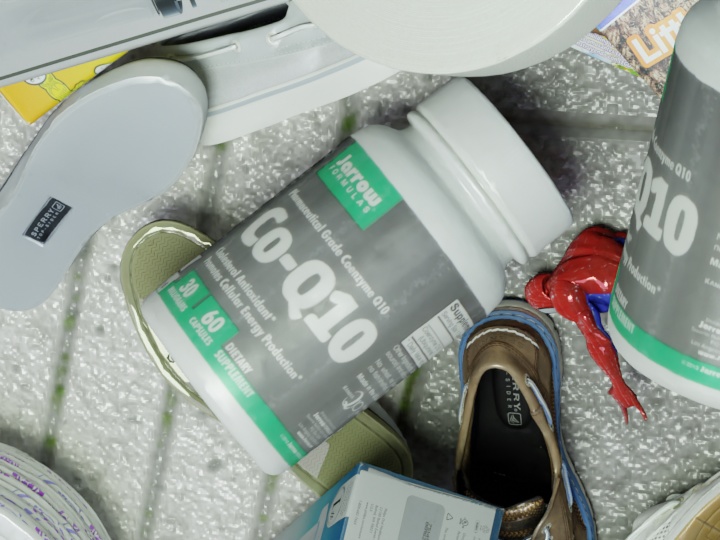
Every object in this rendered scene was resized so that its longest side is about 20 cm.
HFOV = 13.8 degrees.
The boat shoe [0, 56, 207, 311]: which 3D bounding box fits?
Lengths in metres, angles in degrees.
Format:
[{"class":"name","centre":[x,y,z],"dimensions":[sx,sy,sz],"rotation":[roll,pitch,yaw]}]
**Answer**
[{"class":"boat shoe","centre":[-0.142,-0.058,1.561],"dimensions":[0.071,0.070,0.200],"rotation":[30,132,-15]}]

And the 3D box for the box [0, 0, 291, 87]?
[{"class":"box","centre":[-0.132,-0.161,1.402],"dimensions":[0.200,0.060,0.117],"rotation":[-16,108,21]}]

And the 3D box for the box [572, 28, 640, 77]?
[{"class":"box","centre":[0.190,-0.147,1.460],"dimensions":[0.200,0.039,0.137],"rotation":[24,118,3]}]

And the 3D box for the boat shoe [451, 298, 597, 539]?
[{"class":"boat shoe","centre":[0.079,0.120,1.591],"dimensions":[0.072,0.072,0.200],"rotation":[-5,113,16]}]

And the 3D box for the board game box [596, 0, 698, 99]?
[{"class":"board game box","centre":[0.209,-0.104,1.363],"dimensions":[0.097,0.159,0.200],"rotation":[-38,99,25]}]

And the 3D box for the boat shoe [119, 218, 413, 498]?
[{"class":"boat shoe","centre":[-0.054,0.052,1.593],"dimensions":[0.075,0.068,0.200],"rotation":[-42,98,4]}]

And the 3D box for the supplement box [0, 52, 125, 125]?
[{"class":"supplement box","centre":[-0.114,-0.183,1.484],"dimensions":[0.200,0.109,0.110],"rotation":[-34,102,25]}]

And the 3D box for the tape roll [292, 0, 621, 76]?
[{"class":"tape roll","centre":[0.042,-0.186,1.304],"dimensions":[0.202,0.037,0.203],"rotation":[1,92,30]}]

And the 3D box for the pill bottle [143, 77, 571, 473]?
[{"class":"pill bottle","centre":[0.000,0.000,1.494],"dimensions":[0.200,0.113,0.113],"rotation":[-39,101,-2]}]

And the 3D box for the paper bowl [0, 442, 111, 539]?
[{"class":"paper bowl","centre":[-0.229,0.182,1.683],"dimensions":[0.200,0.104,0.201],"rotation":[5,114,12]}]

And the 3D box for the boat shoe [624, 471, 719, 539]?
[{"class":"boat shoe","centre":[0.174,0.147,1.583],"dimensions":[0.200,0.069,0.071],"rotation":[-42,118,6]}]

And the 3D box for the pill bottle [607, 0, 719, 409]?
[{"class":"pill bottle","centre":[0.178,-0.050,1.243],"dimensions":[0.113,0.113,0.200],"rotation":[16,116,7]}]

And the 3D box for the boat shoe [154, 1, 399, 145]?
[{"class":"boat shoe","centre":[-0.016,-0.130,1.511],"dimensions":[0.200,0.072,0.069],"rotation":[-20,111,32]}]

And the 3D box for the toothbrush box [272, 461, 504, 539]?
[{"class":"toothbrush box","centre":[-0.010,0.203,1.556],"dimensions":[0.085,0.147,0.200],"rotation":[20,155,-12]}]

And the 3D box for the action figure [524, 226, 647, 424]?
[{"class":"action figure","centre":[0.173,0.016,1.512],"dimensions":[0.200,0.065,0.099],"rotation":[-9,127,43]}]
